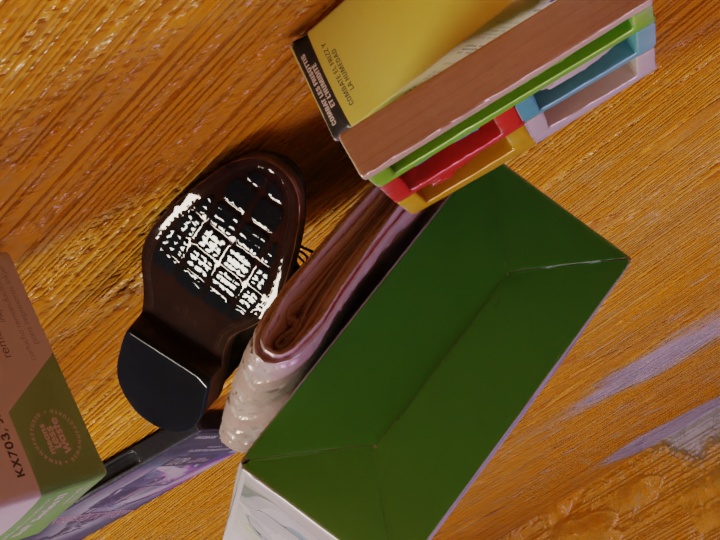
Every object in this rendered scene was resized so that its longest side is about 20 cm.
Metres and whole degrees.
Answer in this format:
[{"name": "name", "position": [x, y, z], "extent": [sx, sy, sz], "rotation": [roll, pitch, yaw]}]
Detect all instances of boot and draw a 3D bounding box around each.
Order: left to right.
[{"name": "boot", "position": [-0.059, -0.010, 1.059], "extent": [0.097, 0.074, 0.200], "rotation": [-50, 175, -43]}]

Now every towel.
[{"name": "towel", "position": [0.000, 0.000, 1.065], "extent": [0.191, 0.032, 0.200], "rotation": [-50, 174, -18]}]

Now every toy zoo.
[{"name": "toy zoo", "position": [0.065, -0.070, 0.892], "extent": [0.131, 0.021, 0.200], "rotation": [-31, 173, 5]}]

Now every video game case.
[{"name": "video game case", "position": [-0.172, 0.157, 1.566], "extent": [0.199, 0.019, 0.143], "rotation": [-31, 167, 16]}]

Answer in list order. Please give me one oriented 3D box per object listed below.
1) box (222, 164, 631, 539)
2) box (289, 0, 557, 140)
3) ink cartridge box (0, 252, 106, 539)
[{"name": "box", "position": [0.026, 0.067, 1.062], "extent": [0.200, 0.096, 0.177], "rotation": [-51, 173, -19]}, {"name": "box", "position": [0.065, -0.123, 0.832], "extent": [0.200, 0.050, 0.075], "rotation": [-35, 165, 38]}, {"name": "ink cartridge box", "position": [-0.218, 0.070, 0.885], "extent": [0.199, 0.118, 0.067], "rotation": [-14, 162, -47]}]
